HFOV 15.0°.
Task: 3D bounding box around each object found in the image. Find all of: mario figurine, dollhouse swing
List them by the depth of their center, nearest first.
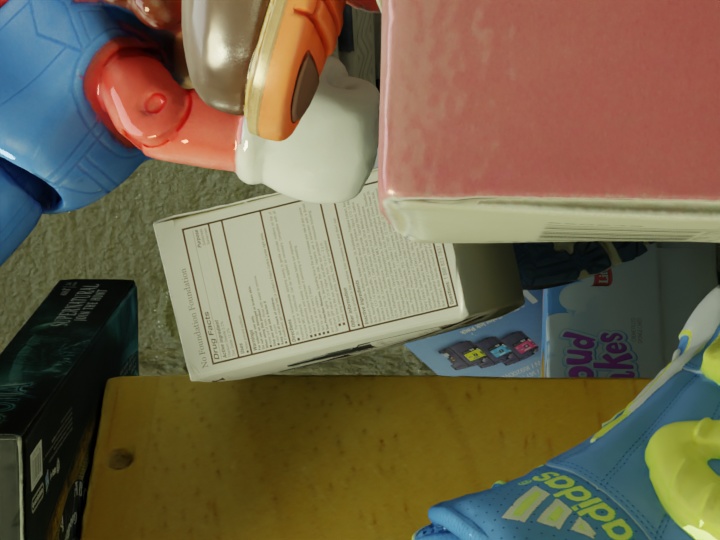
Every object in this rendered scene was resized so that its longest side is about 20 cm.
[{"bbox_3d":[-0.062,-0.043,0.731,0.124,0.200,0.106,49,-177,5],"label":"mario figurine"},{"bbox_3d":[0.023,0.128,0.841,0.182,0.199,0.176,-86,-5,-47],"label":"dollhouse swing"}]

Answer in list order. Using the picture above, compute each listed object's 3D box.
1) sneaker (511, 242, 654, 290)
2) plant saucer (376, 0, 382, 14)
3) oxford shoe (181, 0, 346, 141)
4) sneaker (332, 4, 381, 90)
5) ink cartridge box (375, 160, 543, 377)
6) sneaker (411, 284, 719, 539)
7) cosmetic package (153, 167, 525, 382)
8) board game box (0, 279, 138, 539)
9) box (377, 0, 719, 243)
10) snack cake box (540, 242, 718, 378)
[{"bbox_3d":[0.075,-0.053,1.019,0.085,0.077,0.200,-32,20,40],"label":"sneaker"},{"bbox_3d":[0.025,-0.117,0.709,0.200,0.034,0.201,-15,-90,-76],"label":"plant saucer"},{"bbox_3d":[-0.031,-0.125,0.555,0.071,0.073,0.201,81,-169,-81],"label":"oxford shoe"},{"bbox_3d":[-0.026,-0.091,0.866,0.199,0.115,0.081,-31,-51,-52],"label":"sneaker"},{"bbox_3d":[0.075,-0.008,1.147,0.200,0.076,0.137,41,-141,-37],"label":"ink cartridge box"},{"bbox_3d":[0.061,0.051,0.628,0.200,0.105,0.076,-81,-8,-71],"label":"sneaker"},{"bbox_3d":[0.000,0.000,0.836,0.200,0.082,0.051,-3,-99,-82],"label":"cosmetic package"},{"bbox_3d":[-0.093,0.088,0.814,0.200,0.028,0.136,-70,-19,-78],"label":"board game box"},{"bbox_3d":[0.060,-0.107,0.559,0.128,0.109,0.201,48,-137,-86],"label":"box"},{"bbox_3d":[0.101,0.087,1.057,0.200,0.067,0.115,88,-175,-47],"label":"snack cake box"}]
